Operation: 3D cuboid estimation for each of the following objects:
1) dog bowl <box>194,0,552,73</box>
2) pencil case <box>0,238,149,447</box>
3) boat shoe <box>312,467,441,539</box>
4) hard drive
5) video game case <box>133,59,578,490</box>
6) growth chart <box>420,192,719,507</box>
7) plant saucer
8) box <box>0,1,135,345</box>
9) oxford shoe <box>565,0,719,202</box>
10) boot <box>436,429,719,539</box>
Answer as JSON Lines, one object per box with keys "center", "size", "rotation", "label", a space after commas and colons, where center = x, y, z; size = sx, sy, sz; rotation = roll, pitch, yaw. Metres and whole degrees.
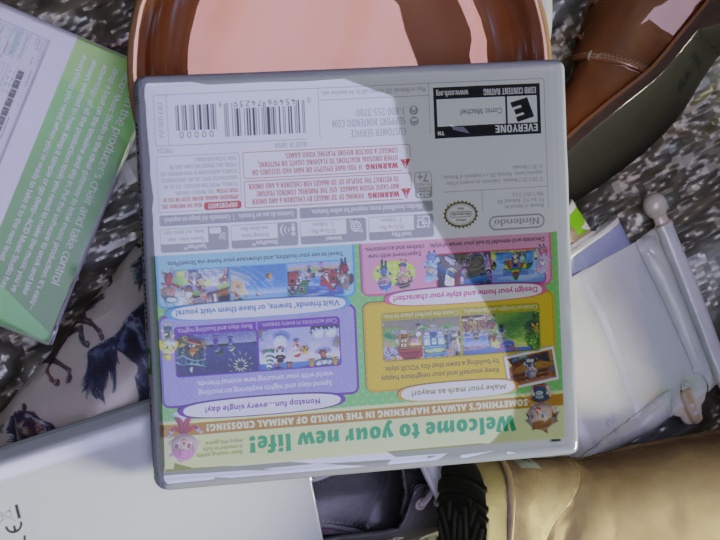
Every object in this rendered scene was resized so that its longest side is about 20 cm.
{"center": [0.003, -0.126, 1.038], "size": [0.198, 0.059, 0.202], "rotation": [-1, 93, -11], "label": "dog bowl"}
{"center": [-0.113, 0.057, 1.020], "size": [0.078, 0.089, 0.200], "rotation": [38, 86, 18], "label": "pencil case"}
{"center": [-0.008, 0.111, 1.050], "size": [0.198, 0.057, 0.067], "rotation": [-10, 95, -9], "label": "boat shoe"}
{"center": [-0.116, 0.132, 0.976], "size": [0.199, 0.026, 0.133], "rotation": [-17, 111, -18], "label": "hard drive"}
{"center": [0.000, 0.000, 0.963], "size": [0.198, 0.022, 0.184], "rotation": [-4, 94, -14], "label": "video game case"}
{"center": [0.096, 0.039, 1.058], "size": [0.199, 0.018, 0.146], "rotation": [-21, 98, -24], "label": "growth chart"}
{"center": [-0.010, -0.095, 0.989], "size": [0.198, 0.037, 0.202], "rotation": [0, 93, -10], "label": "plant saucer"}
{"center": [-0.213, -0.068, 1.015], "size": [0.199, 0.036, 0.145], "rotation": [23, 89, -9], "label": "box"}
{"center": [0.132, -0.107, 1.069], "size": [0.200, 0.071, 0.071], "rotation": [-46, 69, -2], "label": "oxford shoe"}
{"center": [0.133, 0.166, 1.044], "size": [0.199, 0.066, 0.177], "rotation": [1, 100, -27], "label": "boot"}
